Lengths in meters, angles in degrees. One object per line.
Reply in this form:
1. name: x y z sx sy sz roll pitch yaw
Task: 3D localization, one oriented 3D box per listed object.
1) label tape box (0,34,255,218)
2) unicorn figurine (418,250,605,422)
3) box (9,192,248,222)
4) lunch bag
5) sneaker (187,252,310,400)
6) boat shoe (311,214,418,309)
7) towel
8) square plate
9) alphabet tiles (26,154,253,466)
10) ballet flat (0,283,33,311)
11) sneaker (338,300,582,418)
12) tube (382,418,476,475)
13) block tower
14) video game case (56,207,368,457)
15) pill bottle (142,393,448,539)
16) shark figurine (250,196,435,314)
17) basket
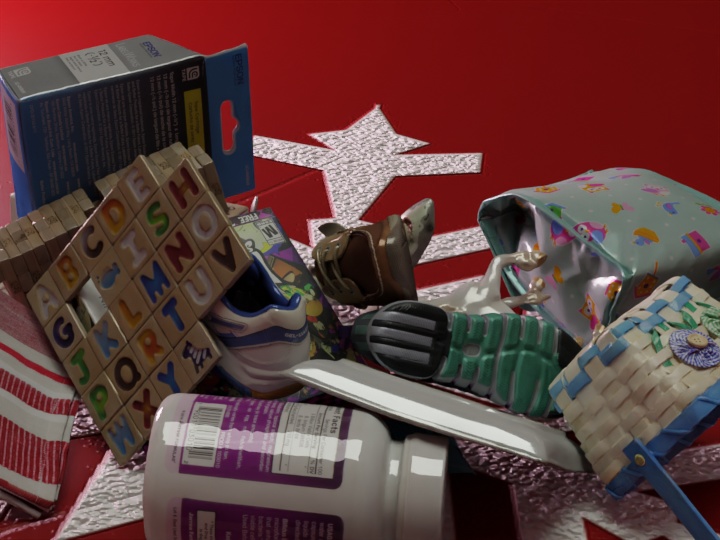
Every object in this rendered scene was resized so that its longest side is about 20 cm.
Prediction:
1. label tape box: -0.193 -0.116 1.444 0.200 0.143 0.066 -18 38 -23
2. unicorn figurine: 0.109 0.047 1.409 0.137 0.074 0.200 -27 50 -25
3. box: -0.204 -0.021 1.523 0.200 0.095 0.078 13 29 18
4. lunch bag: 0.221 -0.020 1.529 0.170 0.122 0.200 -16 38 -31
5. sneaker: -0.107 0.012 1.290 0.200 0.088 0.075 31 39 32
6. boat shoe: 0.000 0.000 1.351 0.072 0.076 0.200 -11 -3 -7
7. towel: -0.274 0.082 1.283 0.144 0.023 0.200 32 29 -19
8. square plate: 0.064 0.103 1.248 0.200 0.028 0.198 18 -2 19
9. alphabet tiles: -0.161 0.020 1.279 0.008 0.200 0.167 1 49 -51
10. ballet flat: -0.257 0.037 1.437 0.200 0.072 0.072 18 31 28
11. sneaker: 0.084 0.062 1.330 0.200 0.075 0.088 19 -7 -25
12. tube: -0.017 0.129 1.292 0.200 0.050 0.077 4 25 -16
13. block tower: -0.211 -0.036 1.406 0.200 0.058 0.054 -26 36 -14
14. video game case: -0.116 0.047 1.369 0.200 0.036 0.181 -16 62 -32
15. pill bottle: -0.041 0.147 1.182 0.200 0.112 0.112 5 27 4
16. shark figurine: -0.014 0.002 1.540 0.214 0.128 0.089 1 -5 39
17. basket: 0.250 0.115 1.262 0.200 0.139 0.176 50 41 9
